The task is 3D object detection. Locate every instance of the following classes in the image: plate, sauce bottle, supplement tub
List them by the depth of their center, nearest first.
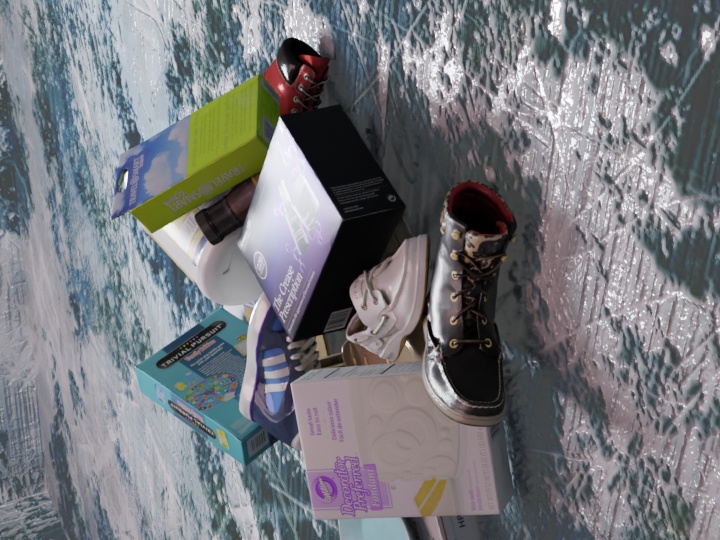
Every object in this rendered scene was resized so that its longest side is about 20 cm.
[{"bbox_3d":[0.028,0.309,1.394,0.200,0.025,0.202,39,135,54],"label":"plate"},{"bbox_3d":[-0.088,-0.096,1.412,0.066,0.199,0.066,55,-176,-6],"label":"sauce bottle"},{"bbox_3d":[-0.179,-0.069,1.549,0.200,0.144,0.145,44,141,32],"label":"supplement tub"}]

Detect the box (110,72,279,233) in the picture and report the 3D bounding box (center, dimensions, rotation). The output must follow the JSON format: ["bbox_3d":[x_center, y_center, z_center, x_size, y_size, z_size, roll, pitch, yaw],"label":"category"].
[{"bbox_3d":[-0.180,-0.125,1.430,0.048,0.199,0.122,48,-155,-36],"label":"box"}]

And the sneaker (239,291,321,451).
[{"bbox_3d":[-0.055,0.115,1.479,0.146,0.080,0.201,24,119,21],"label":"sneaker"}]

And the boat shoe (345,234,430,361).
[{"bbox_3d":[0.023,0.029,1.278,0.200,0.069,0.071,109,172,-56],"label":"boat shoe"}]

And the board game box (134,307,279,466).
[{"bbox_3d":[-0.160,0.141,1.629,0.199,0.151,0.047,29,139,34],"label":"board game box"}]

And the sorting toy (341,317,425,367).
[{"bbox_3d":[0.054,0.147,1.421,0.200,0.036,0.186,-25,79,61],"label":"sorting toy"}]

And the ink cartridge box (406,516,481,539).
[{"bbox_3d":[0.077,0.298,1.395,0.200,0.067,0.117,-26,78,66],"label":"ink cartridge box"}]

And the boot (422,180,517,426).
[{"bbox_3d":[0.100,0.027,1.164,0.201,0.073,0.151,-93,9,-56],"label":"boot"}]

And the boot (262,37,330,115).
[{"bbox_3d":[-0.062,-0.159,1.466,0.144,0.072,0.201,-47,60,39],"label":"boot"}]

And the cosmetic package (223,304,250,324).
[{"bbox_3d":[-0.138,0.094,1.775,0.102,0.074,0.201,46,140,49],"label":"cosmetic package"}]

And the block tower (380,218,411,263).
[{"bbox_3d":[0.000,0.000,1.419,0.058,0.054,0.200,66,154,22],"label":"block tower"}]

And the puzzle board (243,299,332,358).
[{"bbox_3d":[-0.091,0.072,1.636,0.150,0.017,0.201,18,130,42],"label":"puzzle board"}]

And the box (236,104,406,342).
[{"bbox_3d":[-0.045,-0.045,1.319,0.142,0.078,0.201,60,147,29],"label":"box"}]

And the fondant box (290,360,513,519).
[{"bbox_3d":[0.041,0.166,1.279,0.199,0.058,0.145,-6,98,24],"label":"fondant box"}]

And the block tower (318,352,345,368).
[{"bbox_3d":[-0.008,0.200,1.557,0.058,0.054,0.201,-10,93,66],"label":"block tower"}]
